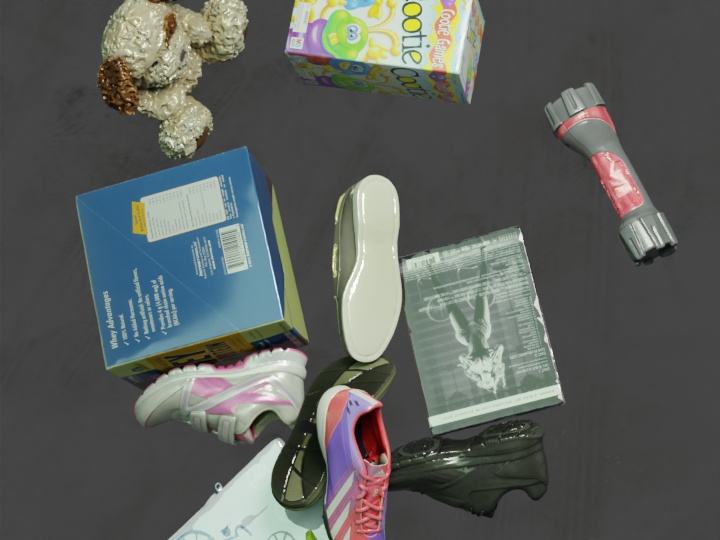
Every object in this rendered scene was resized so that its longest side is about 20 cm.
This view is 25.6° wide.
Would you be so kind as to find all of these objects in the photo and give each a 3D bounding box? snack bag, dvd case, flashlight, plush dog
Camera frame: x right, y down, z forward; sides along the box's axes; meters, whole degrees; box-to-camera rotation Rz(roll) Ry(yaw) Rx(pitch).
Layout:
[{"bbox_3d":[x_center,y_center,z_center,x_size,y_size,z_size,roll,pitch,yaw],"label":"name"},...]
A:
[{"bbox_3d":[-0.099,0.305,1.695,0.200,0.021,0.188,-45,74,-6],"label":"snack bag"},{"bbox_3d":[0.126,0.065,1.716,0.147,0.016,0.203,-14,74,6],"label":"dvd case"},{"bbox_3d":[0.269,-0.102,1.704,0.067,0.068,0.202,-25,72,2],"label":"flashlight"},{"bbox_3d":[-0.233,-0.248,1.778,0.159,0.172,0.202,20,81,15],"label":"plush dog"}]

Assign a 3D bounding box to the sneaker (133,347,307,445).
[{"bbox_3d":[-0.148,0.147,1.712,0.197,0.081,0.089,-13,72,8],"label":"sneaker"}]

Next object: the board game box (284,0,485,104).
[{"bbox_3d":[0.029,-0.261,1.768,0.197,0.105,0.104,8,78,13],"label":"board game box"}]

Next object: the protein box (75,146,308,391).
[{"bbox_3d":[-0.183,0.001,1.726,0.197,0.135,0.201,-15,74,6],"label":"protein box"}]

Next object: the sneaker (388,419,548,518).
[{"bbox_3d":[0.103,0.218,1.653,0.197,0.076,0.092,-11,100,20],"label":"sneaker"}]

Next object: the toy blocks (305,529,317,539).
[{"bbox_3d":[-0.056,0.391,1.621,0.136,0.100,0.201,-32,96,4],"label":"toy blocks"}]

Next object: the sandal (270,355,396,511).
[{"bbox_3d":[-0.030,0.172,1.694,0.079,0.058,0.202,19,64,33],"label":"sandal"}]

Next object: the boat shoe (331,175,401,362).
[{"bbox_3d":[0.003,0.000,1.732,0.071,0.060,0.205,9,79,-29],"label":"boat shoe"}]

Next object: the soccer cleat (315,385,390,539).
[{"bbox_3d":[0.002,0.220,1.620,0.073,0.068,0.203,7,108,50],"label":"soccer cleat"}]
